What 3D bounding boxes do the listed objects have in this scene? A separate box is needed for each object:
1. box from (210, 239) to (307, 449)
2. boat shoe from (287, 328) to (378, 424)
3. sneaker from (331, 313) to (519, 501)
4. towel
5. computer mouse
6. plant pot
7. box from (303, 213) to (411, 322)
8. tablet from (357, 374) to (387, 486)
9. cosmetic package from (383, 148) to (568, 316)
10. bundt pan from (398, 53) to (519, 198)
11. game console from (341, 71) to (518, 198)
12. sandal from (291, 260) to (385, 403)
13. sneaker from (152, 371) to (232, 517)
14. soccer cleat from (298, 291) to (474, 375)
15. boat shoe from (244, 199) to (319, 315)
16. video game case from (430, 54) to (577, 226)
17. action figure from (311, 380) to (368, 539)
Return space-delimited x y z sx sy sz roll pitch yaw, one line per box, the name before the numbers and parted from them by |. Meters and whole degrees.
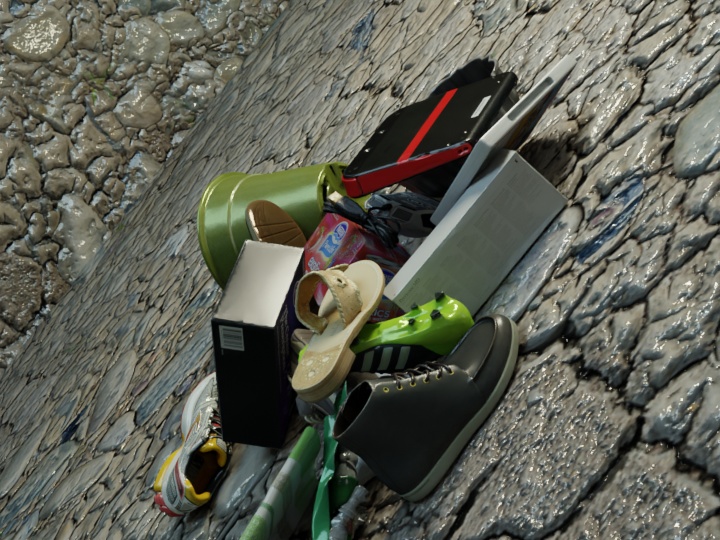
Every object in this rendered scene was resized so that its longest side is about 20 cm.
box | -0.113 0.087 1.521 0.141 0.079 0.200 -76 -10 -47
boat shoe | -0.029 0.131 1.414 0.200 0.074 0.073 -127 49 -63
sneaker | 0.064 0.104 1.214 0.200 0.106 0.075 -57 20 -18
towel | -0.090 0.266 1.290 0.200 0.031 0.149 -59 -11 -28
computer mouse | 0.043 -0.059 1.531 0.200 0.110 0.044 -6 -63 -57
plant pot | -0.086 -0.066 1.784 0.190 0.200 0.200 -19 35 37
box | 0.000 0.000 1.551 0.096 0.100 0.200 -54 18 8
tablet | 0.024 0.143 1.376 0.130 0.014 0.200 -42 20 25
cosmetic package | 0.119 -0.025 1.372 0.200 0.083 0.051 -50 19 -1
bundt pan | 0.123 -0.169 1.638 0.202 0.076 0.202 -43 20 19
game console | 0.079 -0.153 1.482 0.177 0.031 0.200 -15 25 30
sandal | -0.033 0.034 1.303 0.078 0.070 0.212 -20 31 29
sneaker | -0.183 0.213 1.632 0.082 0.078 0.200 -19 45 49
soccer cleat | 0.028 0.083 1.324 0.200 0.081 0.068 -16 32 30
boat shoe | -0.098 0.005 1.677 0.072 0.200 0.072 -21 -17 -43
video game case | 0.159 -0.143 1.447 0.200 0.017 0.143 -44 -10 -39
action figure | -0.019 0.220 1.229 0.118 0.055 0.200 93 -176 -60
